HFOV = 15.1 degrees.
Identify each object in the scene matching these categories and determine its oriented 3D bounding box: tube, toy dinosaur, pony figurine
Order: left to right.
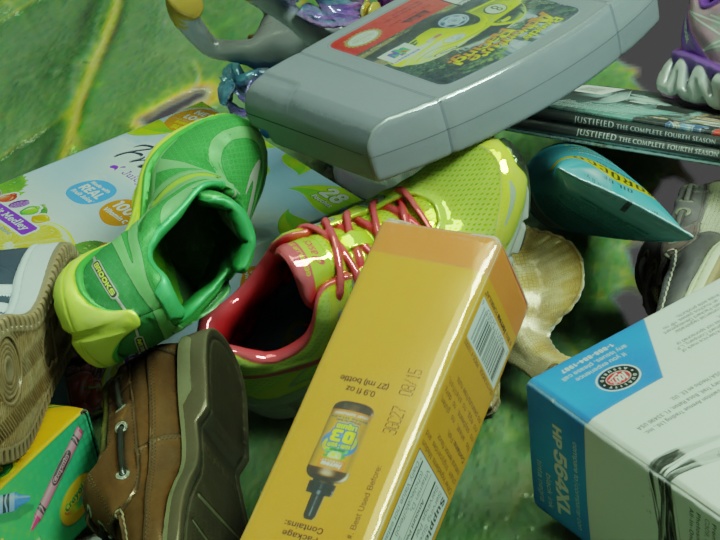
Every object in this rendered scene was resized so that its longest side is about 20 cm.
[{"bbox_3d":[-0.010,-0.131,1.562,0.193,0.200,0.167,1,55,41],"label":"pony figurine"},{"bbox_3d":[0.069,0.004,1.433,0.101,0.058,0.200,-25,60,18],"label":"toy dinosaur"},{"bbox_3d":[0.125,-0.041,1.465,0.077,0.050,0.200,22,3,-6],"label":"tube"}]

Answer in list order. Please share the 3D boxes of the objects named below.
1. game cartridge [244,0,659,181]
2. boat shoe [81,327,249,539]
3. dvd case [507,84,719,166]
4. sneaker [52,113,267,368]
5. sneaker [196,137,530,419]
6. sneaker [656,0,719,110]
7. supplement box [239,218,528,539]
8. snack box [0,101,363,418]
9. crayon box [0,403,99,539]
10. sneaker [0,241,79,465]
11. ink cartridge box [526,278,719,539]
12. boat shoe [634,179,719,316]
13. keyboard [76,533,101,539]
[{"bbox_3d":[0.054,-0.113,1.429,0.200,0.041,0.133,-31,35,-27],"label":"game cartridge"},{"bbox_3d":[-0.095,0.116,1.300,0.068,0.072,0.200,-18,36,15],"label":"boat shoe"},{"bbox_3d":[0.193,-0.083,1.580,0.200,0.022,0.146,12,12,25],"label":"dvd case"},{"bbox_3d":[-0.082,-0.016,1.380,0.083,0.074,0.200,-14,26,28],"label":"sneaker"},{"bbox_3d":[0.000,0.000,1.382,0.200,0.090,0.078,-40,57,10],"label":"sneaker"},{"bbox_3d":[0.246,-0.129,1.563,0.080,0.089,0.200,1,13,-31],"label":"sneaker"},{"bbox_3d":[0.012,0.076,1.284,0.066,0.069,0.200,11,60,26],"label":"supplement box"},{"bbox_3d":[-0.122,-0.009,1.522,0.200,0.068,0.169,-24,35,-29],"label":"snack box"},{"bbox_3d":[-0.225,0.134,1.299,0.119,0.058,0.200,5,31,31],"label":"crayon box"},{"bbox_3d":[-0.208,0.042,1.325,0.108,0.070,0.200,-2,21,10],"label":"sneaker"},{"bbox_3d":[0.196,0.097,1.261,0.146,0.084,0.200,-25,40,-27],"label":"ink cartridge box"},{"bbox_3d":[0.178,0.005,1.445,0.065,0.072,0.200,0,27,20],"label":"boat shoe"},{"bbox_3d":[-0.097,0.177,1.264,0.056,0.011,0.200,-23,35,-25],"label":"keyboard"}]
